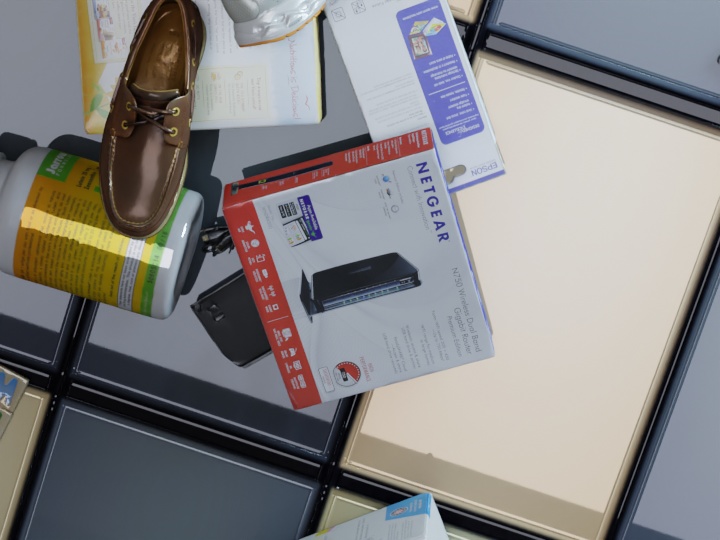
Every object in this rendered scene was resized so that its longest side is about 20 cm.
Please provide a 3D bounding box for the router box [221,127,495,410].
[{"bbox_3d":[0.000,0.000,1.508,0.179,0.049,0.200,-16,116,6],"label":"router box"}]

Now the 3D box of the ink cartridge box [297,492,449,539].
[{"bbox_3d":[-0.012,0.294,1.546,0.200,0.129,0.125,-21,98,7],"label":"ink cartridge box"}]

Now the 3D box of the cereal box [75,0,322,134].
[{"bbox_3d":[-0.133,-0.189,1.516,0.200,0.040,0.144,-2,97,3],"label":"cereal box"}]

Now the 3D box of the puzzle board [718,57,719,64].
[{"bbox_3d":[0.420,-0.170,1.500,0.200,0.017,0.151,38,99,-3],"label":"puzzle board"}]

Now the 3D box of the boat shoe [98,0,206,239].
[{"bbox_3d":[-0.168,-0.127,1.447,0.072,0.068,0.200,10,81,-1],"label":"boat shoe"}]

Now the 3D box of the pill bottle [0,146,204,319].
[{"bbox_3d":[-0.239,-0.038,1.511,0.200,0.111,0.111,16,100,0],"label":"pill bottle"}]

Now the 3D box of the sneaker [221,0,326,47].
[{"bbox_3d":[-0.035,-0.264,1.442,0.200,0.076,0.092,-41,116,-23],"label":"sneaker"}]

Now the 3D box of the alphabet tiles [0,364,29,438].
[{"bbox_3d":[-0.415,0.121,1.601,0.200,0.008,0.167,28,100,-2],"label":"alphabet tiles"}]

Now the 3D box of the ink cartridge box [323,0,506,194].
[{"bbox_3d":[0.044,-0.158,1.513,0.099,0.039,0.200,-19,97,6],"label":"ink cartridge box"}]

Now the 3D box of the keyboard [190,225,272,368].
[{"bbox_3d":[-0.056,-0.012,1.548,0.200,0.021,0.127,-31,109,7],"label":"keyboard"}]
